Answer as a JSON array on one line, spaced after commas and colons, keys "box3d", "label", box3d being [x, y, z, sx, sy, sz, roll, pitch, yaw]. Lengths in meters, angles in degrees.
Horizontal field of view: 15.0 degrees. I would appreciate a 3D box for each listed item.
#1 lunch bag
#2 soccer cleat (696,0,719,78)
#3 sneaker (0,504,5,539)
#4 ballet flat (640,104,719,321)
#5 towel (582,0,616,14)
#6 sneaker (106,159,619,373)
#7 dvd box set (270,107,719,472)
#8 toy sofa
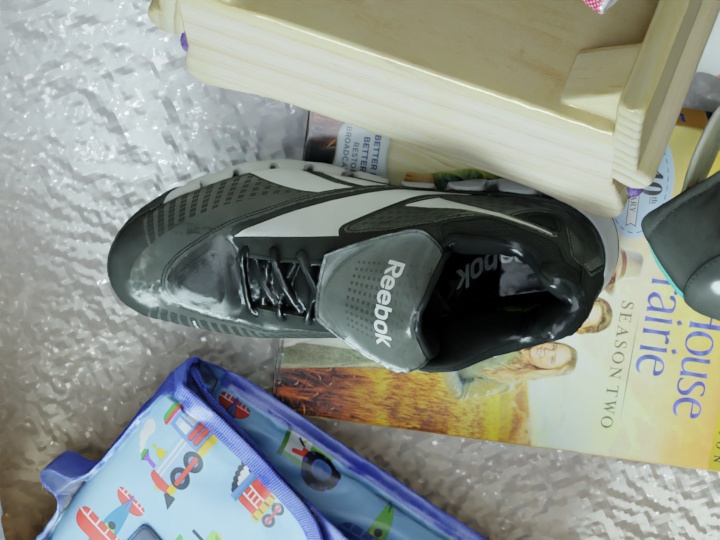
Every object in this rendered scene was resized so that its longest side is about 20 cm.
[{"box3d": [-0.046, 0.137, 1.121, 0.200, 0.094, 0.151, 39, 119, 0], "label": "lunch bag"}, {"box3d": [0.164, -0.160, 1.023, 0.077, 0.069, 0.200, 38, 109, -8], "label": "soccer cleat"}, {"box3d": [-0.176, 0.139, 1.123, 0.075, 0.089, 0.200, 15, 141, -12], "label": "sneaker"}, {"box3d": [0.180, -0.067, 1.038, 0.068, 0.068, 0.200, 37, 71, 26], "label": "ballet flat"}, {"box3d": [0.055, -0.201, 0.970, 0.200, 0.030, 0.146, 39, 83, 15], "label": "towel"}, {"box3d": [0.000, 0.000, 1.035, 0.199, 0.091, 0.067, 0, 109, 2], "label": "sneaker"}, {"box3d": [0.070, 0.000, 1.098, 0.199, 0.029, 0.147, 8, 109, -2], "label": "dvd box set"}, {"box3d": [0.027, -0.101, 1.012, 0.199, 0.098, 0.083, 19, 70, 11], "label": "toy sofa"}]
